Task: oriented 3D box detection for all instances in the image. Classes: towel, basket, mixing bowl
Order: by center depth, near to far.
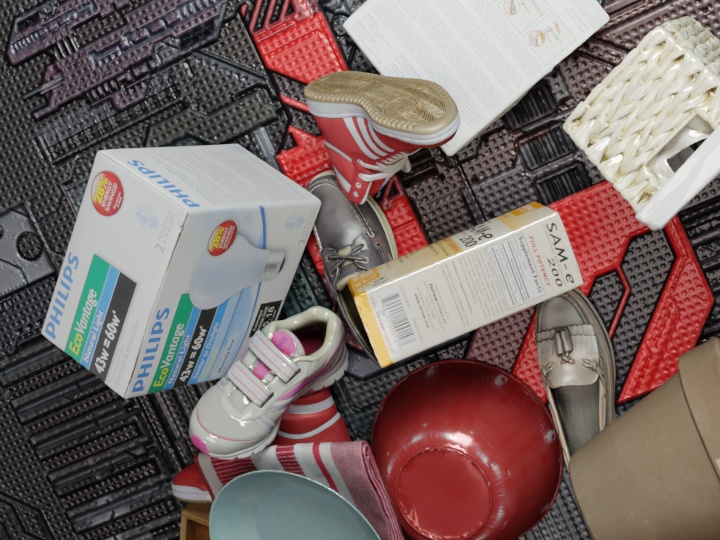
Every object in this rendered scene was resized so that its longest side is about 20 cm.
[{"bbox_3d":[0.271,-0.133,1.381,0.123,0.200,0.136,46,112,5],"label":"basket"},{"bbox_3d":[0.093,0.198,1.570,0.198,0.108,0.202,4,105,15],"label":"mixing bowl"},{"bbox_3d":[-0.059,0.233,1.574,0.198,0.023,0.145,-7,116,30],"label":"towel"}]

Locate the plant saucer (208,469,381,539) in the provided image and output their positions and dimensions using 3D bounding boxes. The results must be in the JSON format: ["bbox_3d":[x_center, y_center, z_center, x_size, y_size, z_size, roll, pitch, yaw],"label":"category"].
[{"bbox_3d":[-0.051,0.266,1.552,0.199,0.039,0.203,14,125,21],"label":"plant saucer"}]

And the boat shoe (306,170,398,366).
[{"bbox_3d":[0.000,0.000,1.564,0.071,0.065,0.202,-19,98,22],"label":"boat shoe"}]

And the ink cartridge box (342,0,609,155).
[{"bbox_3d":[0.107,-0.229,1.483,0.200,0.057,0.163,-39,91,17],"label":"ink cartridge box"}]

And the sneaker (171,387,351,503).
[{"bbox_3d":[-0.110,0.167,1.639,0.198,0.071,0.114,-13,105,11],"label":"sneaker"}]

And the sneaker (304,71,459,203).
[{"bbox_3d":[0.031,-0.113,1.473,0.199,0.071,0.113,22,138,52],"label":"sneaker"}]

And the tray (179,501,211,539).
[{"bbox_3d":[-0.092,0.310,1.677,0.198,0.037,0.099,18,125,14],"label":"tray"}]

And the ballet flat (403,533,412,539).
[{"bbox_3d":[0.029,0.278,1.648,0.199,0.046,0.068,32,142,12],"label":"ballet flat"}]

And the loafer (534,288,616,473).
[{"bbox_3d":[0.209,0.115,1.536,0.071,0.063,0.202,-9,102,19],"label":"loafer"}]

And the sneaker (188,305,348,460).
[{"bbox_3d":[-0.089,0.098,1.544,0.081,0.200,0.089,34,146,20],"label":"sneaker"}]

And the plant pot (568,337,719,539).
[{"bbox_3d":[0.287,0.184,1.452,0.173,0.200,0.202,-25,97,16],"label":"plant pot"}]

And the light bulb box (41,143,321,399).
[{"bbox_3d":[-0.169,-0.004,1.527,0.124,0.199,0.200,33,113,28],"label":"light bulb box"}]

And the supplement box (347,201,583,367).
[{"bbox_3d":[0.093,0.009,1.477,0.198,0.126,0.074,-22,98,-1],"label":"supplement box"}]
